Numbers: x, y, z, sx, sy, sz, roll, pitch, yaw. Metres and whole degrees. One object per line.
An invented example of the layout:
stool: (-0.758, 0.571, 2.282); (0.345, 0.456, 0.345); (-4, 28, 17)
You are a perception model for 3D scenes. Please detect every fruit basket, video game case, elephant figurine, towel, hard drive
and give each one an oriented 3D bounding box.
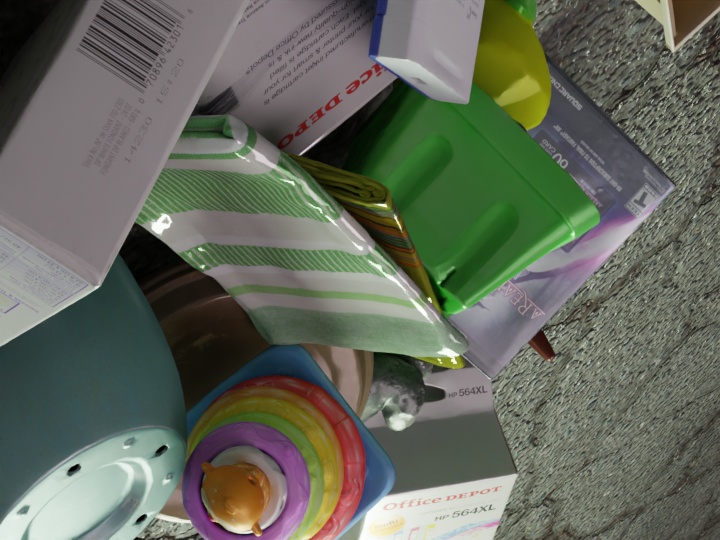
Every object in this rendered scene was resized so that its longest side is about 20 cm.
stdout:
fruit basket: (0.065, -0.075, 0.932); (0.216, 0.155, 0.216); (-46, -177, 3)
video game case: (0.114, -0.036, 1.132); (0.200, 0.143, 0.019); (-47, -161, 7)
elephant figurine: (-0.051, 0.106, 1.090); (0.155, 0.142, 0.200); (34, 116, -18)
towel: (0.000, 0.000, 0.844); (0.018, 0.085, 0.200); (-61, 154, -19)
hard drive: (0.045, -0.191, 0.751); (0.132, 0.025, 0.202); (10, 89, -74)
towel: (-0.052, -0.014, 0.812); (0.200, 0.151, 0.024); (46, 59, -39)

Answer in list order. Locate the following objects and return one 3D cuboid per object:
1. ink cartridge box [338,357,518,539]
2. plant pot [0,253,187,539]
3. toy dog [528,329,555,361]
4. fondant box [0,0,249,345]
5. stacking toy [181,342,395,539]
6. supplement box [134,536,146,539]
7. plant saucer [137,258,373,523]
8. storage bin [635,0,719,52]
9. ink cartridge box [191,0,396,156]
ink cartridge box: (0.038, 0.163, 1.265); (0.127, 0.126, 0.201); (-8, 143, -16)
plant pot: (-0.185, 0.071, 0.810); (0.200, 0.161, 0.201); (-33, 153, -19)
toy dog: (0.117, 0.013, 1.225); (0.132, 0.096, 0.200); (-47, 154, 8)
fondant box: (-0.130, -0.050, 0.651); (0.200, 0.058, 0.145); (-25, -143, 61)
stacking toy: (-0.056, 0.115, 0.843); (0.109, 0.116, 0.200); (-39, 177, 4)
supplement box: (-0.221, 0.205, 0.955); (0.199, 0.061, 0.110); (19, 80, -43)
plant saucer: (-0.081, 0.079, 0.958); (0.198, 0.030, 0.202); (-11, 123, -17)
storage bin: (0.228, -0.276, 0.957); (0.200, 0.094, 0.199); (-41, 154, -4)
ink cartridge box: (-0.048, -0.152, 0.759); (0.145, 0.084, 0.200); (-39, 153, -8)
